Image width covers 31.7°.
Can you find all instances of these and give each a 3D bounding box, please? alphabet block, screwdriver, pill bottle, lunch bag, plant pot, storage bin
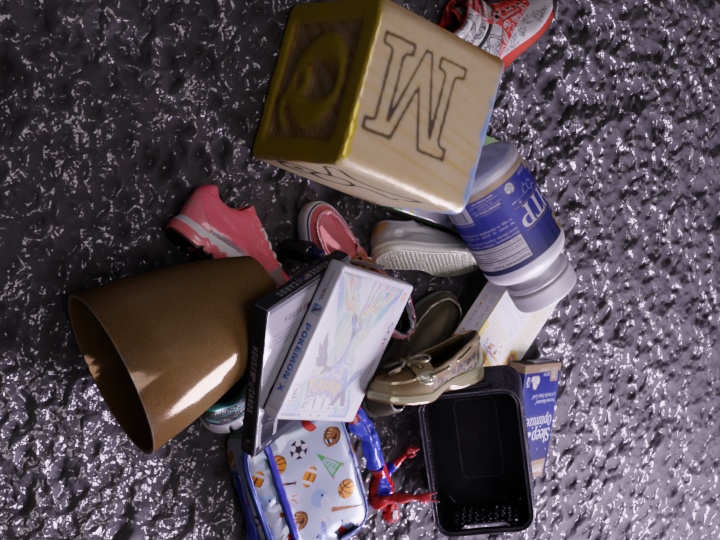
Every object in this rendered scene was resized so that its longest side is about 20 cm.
[{"bbox_3d":[0.020,-0.192,1.502,0.198,0.194,0.199,19,84,-38],"label":"alphabet block"},{"bbox_3d":[-0.036,-0.018,1.478,0.029,0.199,0.028,41,72,-29],"label":"screwdriver"},{"bbox_3d":[0.192,-0.052,1.622,0.120,0.119,0.201,-42,111,-24],"label":"pill bottle"},{"bbox_3d":[-0.079,0.268,1.568,0.159,0.075,0.202,-26,110,-29],"label":"lunch bag"},{"bbox_3d":[-0.187,0.068,1.376,0.199,0.186,0.188,-28,113,-25],"label":"plant pot"},{"bbox_3d":[0.156,0.239,1.685,0.133,0.094,0.203,-6,104,10],"label":"storage bin"}]

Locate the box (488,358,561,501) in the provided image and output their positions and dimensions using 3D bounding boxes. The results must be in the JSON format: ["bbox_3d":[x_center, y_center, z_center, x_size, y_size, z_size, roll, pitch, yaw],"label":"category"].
[{"bbox_3d":[0.234,0.228,1.795,0.121,0.032,0.203,1,99,-57],"label":"box"}]

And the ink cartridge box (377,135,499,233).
[{"bbox_3d":[0.123,-0.128,1.678,0.198,0.048,0.148,16,86,-35],"label":"ink cartridge box"}]

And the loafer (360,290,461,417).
[{"bbox_3d":[0.078,0.115,1.663,0.075,0.069,0.201,46,70,-31],"label":"loafer"}]

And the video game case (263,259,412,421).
[{"bbox_3d":[-0.021,0.086,1.447,0.199,0.022,0.184,16,99,-64],"label":"video game case"}]

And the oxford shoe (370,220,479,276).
[{"bbox_3d":[0.092,-0.032,1.660,0.198,0.075,0.058,8,56,-39],"label":"oxford shoe"}]

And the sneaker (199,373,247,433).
[{"bbox_3d":[-0.115,0.110,1.468,0.200,0.078,0.091,-46,165,-3],"label":"sneaker"}]

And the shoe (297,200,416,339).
[{"bbox_3d":[0.000,0.000,1.572,0.071,0.090,0.202,-43,120,-29],"label":"shoe"}]

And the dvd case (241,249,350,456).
[{"bbox_3d":[-0.072,0.092,1.409,0.150,0.025,0.202,-34,141,-46],"label":"dvd case"}]

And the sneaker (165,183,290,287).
[{"bbox_3d":[-0.131,-0.028,1.486,0.200,0.073,0.088,37,73,-34],"label":"sneaker"}]

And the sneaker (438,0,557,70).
[{"bbox_3d":[0.179,-0.335,1.676,0.202,0.067,0.108,-48,124,-18],"label":"sneaker"}]

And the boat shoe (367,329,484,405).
[{"bbox_3d":[0.081,0.122,1.580,0.199,0.073,0.064,-14,109,-49],"label":"boat shoe"}]

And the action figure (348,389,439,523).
[{"bbox_3d":[0.041,0.229,1.600,0.098,0.065,0.203,-9,111,7],"label":"action figure"}]

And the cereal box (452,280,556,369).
[{"bbox_3d":[0.211,0.052,1.748,0.201,0.039,0.144,-55,143,-19],"label":"cereal box"}]
